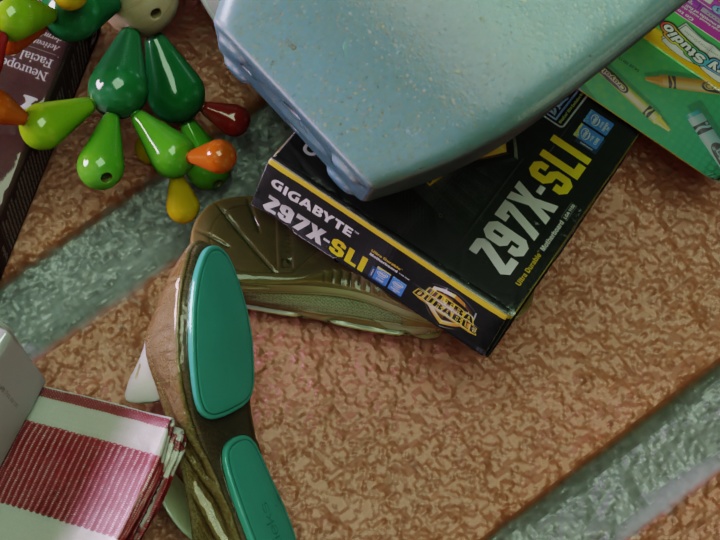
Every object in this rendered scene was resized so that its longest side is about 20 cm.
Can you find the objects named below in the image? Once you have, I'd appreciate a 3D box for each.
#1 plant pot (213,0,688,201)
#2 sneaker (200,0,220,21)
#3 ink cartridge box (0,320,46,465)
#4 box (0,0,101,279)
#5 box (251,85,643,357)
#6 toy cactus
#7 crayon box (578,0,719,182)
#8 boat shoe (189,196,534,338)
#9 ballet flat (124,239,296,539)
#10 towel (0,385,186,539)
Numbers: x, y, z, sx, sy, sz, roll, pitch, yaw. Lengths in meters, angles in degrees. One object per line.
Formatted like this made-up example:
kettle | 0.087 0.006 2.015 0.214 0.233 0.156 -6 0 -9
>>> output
plant pot | 0.033 -0.145 1.091 0.200 0.196 0.196 -43 90 -2
sneaker | -0.045 -0.187 1.208 0.099 0.071 0.200 -27 109 25
ink cartridge box | -0.283 0.104 1.142 0.145 0.084 0.200 22 72 16
box | -0.231 -0.082 1.223 0.100 0.075 0.200 18 74 2
box | 0.057 -0.066 1.212 0.160 0.049 0.200 35 51 5
toy cactus | -0.129 -0.125 1.190 0.200 0.102 0.165 29 61 -37
crayon box | 0.163 -0.153 1.252 0.200 0.058 0.119 35 46 8
boat shoe | -0.001 0.002 1.225 0.200 0.063 0.073 4 66 -9
ballet flat | -0.089 0.086 1.168 0.072 0.068 0.200 -11 96 32
towel | -0.185 0.159 1.140 0.144 0.023 0.200 10 67 40
